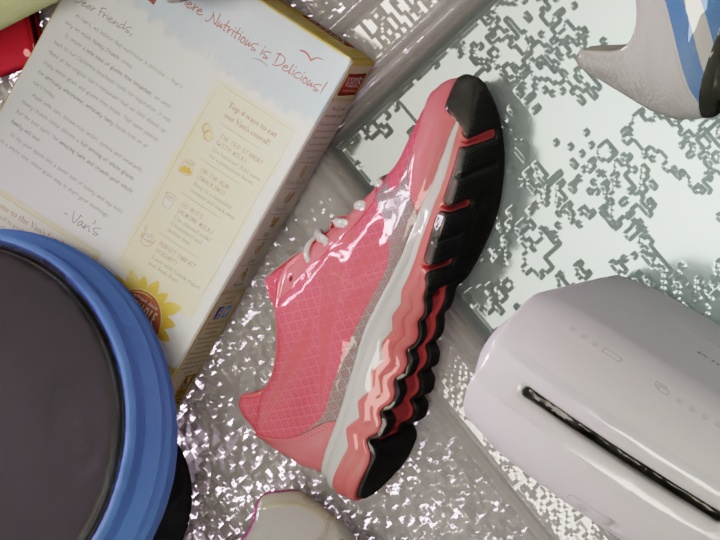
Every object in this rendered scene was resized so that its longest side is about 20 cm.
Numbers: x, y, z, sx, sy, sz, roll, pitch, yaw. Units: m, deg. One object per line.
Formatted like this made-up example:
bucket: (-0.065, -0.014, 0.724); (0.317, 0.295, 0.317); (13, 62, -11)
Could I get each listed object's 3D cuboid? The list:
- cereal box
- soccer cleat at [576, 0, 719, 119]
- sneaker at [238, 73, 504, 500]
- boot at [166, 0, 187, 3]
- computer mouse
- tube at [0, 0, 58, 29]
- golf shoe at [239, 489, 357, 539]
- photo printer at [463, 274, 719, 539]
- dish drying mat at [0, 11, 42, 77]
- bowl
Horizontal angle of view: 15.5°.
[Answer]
cereal box: (-0.102, -0.051, 1.241); (0.144, 0.040, 0.200); (35, 102, 15)
soccer cleat: (0.147, -0.166, 1.136); (0.086, 0.070, 0.201); (18, 99, 16)
sneaker: (0.000, 0.000, 1.193); (0.087, 0.074, 0.201); (22, 100, 17)
boot: (-0.040, -0.229, 1.205); (0.144, 0.072, 0.201); (-14, 75, -1)
computer mouse: (-0.096, 0.158, 1.199); (0.059, 0.034, 0.200); (-42, 35, 38)
tube: (-0.192, -0.130, 1.243); (0.200, 0.052, 0.058); (-27, 99, 18)
golf shoe: (-0.068, 0.185, 1.236); (0.200, 0.075, 0.092); (-43, 59, 17)
photo printer: (0.134, 0.069, 1.085); (0.166, 0.200, 0.070); (33, 102, 15)
dish drying mat: (-0.249, -0.114, 1.299); (0.199, 0.018, 0.077); (-13, 88, 20)
bowl: (-0.182, 0.077, 1.209); (0.200, 0.039, 0.201); (-4, 78, 20)
